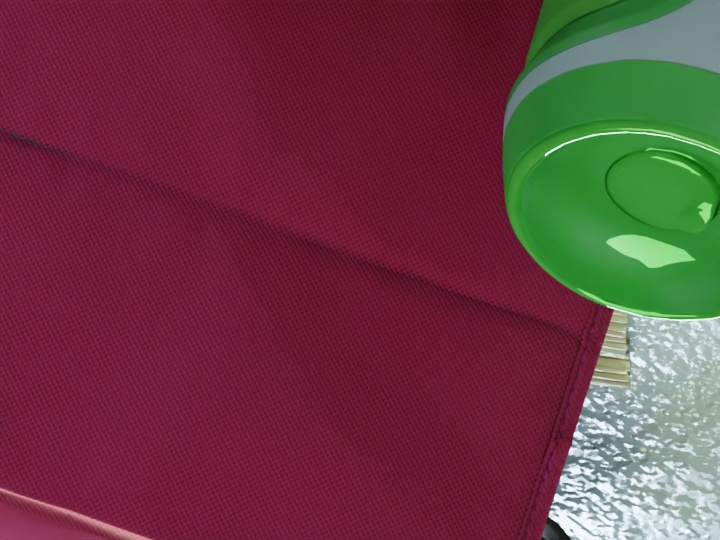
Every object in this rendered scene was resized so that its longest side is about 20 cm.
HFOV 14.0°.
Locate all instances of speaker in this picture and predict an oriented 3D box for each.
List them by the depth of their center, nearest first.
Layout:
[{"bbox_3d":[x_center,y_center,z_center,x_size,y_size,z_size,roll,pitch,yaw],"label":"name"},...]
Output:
[{"bbox_3d":[0.093,-0.086,0.743,0.088,0.200,0.089,11,143,9],"label":"speaker"}]

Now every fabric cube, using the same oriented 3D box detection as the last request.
[{"bbox_3d":[-0.037,0.010,0.879,0.199,0.200,0.196,20,165,-3],"label":"fabric cube"}]

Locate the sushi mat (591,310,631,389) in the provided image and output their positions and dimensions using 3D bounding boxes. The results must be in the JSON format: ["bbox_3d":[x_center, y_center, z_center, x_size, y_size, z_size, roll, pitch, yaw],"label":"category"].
[{"bbox_3d":[0.000,0.000,1.050,0.200,0.012,0.096,7,143,13],"label":"sushi mat"}]

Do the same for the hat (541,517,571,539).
[{"bbox_3d":[0.013,0.080,1.085,0.200,0.081,0.201,14,150,8],"label":"hat"}]
